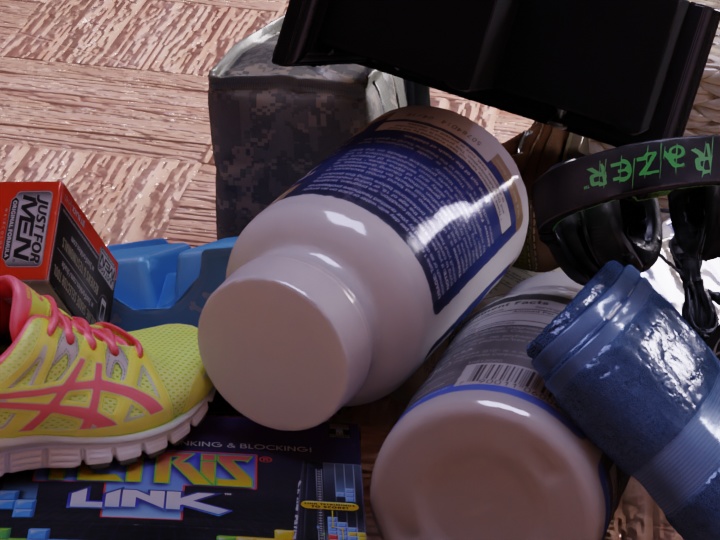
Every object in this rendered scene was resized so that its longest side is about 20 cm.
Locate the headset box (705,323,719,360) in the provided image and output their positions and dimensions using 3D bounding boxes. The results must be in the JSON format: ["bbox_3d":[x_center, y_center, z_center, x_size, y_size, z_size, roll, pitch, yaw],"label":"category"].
[{"bbox_3d":[0.291,0.054,1.206,0.200,0.149,0.077,38,-4,38],"label":"headset box"}]

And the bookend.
[{"bbox_3d":[0.079,-0.124,1.263,0.200,0.092,0.199,18,8,8],"label":"bookend"}]

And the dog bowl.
[{"bbox_3d":[-0.097,0.008,1.358,0.200,0.050,0.111,-6,5,21],"label":"dog bowl"}]

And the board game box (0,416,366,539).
[{"bbox_3d":[-0.097,0.125,1.130,0.199,0.057,0.165,3,23,-4],"label":"board game box"}]

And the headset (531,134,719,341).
[{"bbox_3d":[0.155,-0.018,1.206,0.123,0.094,0.200,-10,-10,11],"label":"headset"}]

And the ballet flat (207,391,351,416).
[{"bbox_3d":[-0.082,0.064,1.295,0.200,0.067,0.046,-4,64,-22],"label":"ballet flat"}]

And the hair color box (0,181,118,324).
[{"bbox_3d":[-0.240,0.001,1.276,0.200,0.102,0.061,1,65,13],"label":"hair color box"}]

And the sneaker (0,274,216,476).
[{"bbox_3d":[-0.148,0.044,1.131,0.200,0.091,0.078,-12,24,-39],"label":"sneaker"}]

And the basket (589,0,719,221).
[{"bbox_3d":[0.236,-0.089,1.579,0.200,0.161,0.198,9,23,16],"label":"basket"}]

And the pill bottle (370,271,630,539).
[{"bbox_3d":[0.084,0.078,1.200,0.114,0.114,0.200,10,22,14],"label":"pill bottle"}]

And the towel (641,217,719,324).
[{"bbox_3d":[0.212,0.030,1.358,0.147,0.024,0.200,55,39,6],"label":"towel"}]

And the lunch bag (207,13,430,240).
[{"bbox_3d":[-0.016,-0.071,1.483,0.117,0.164,0.200,4,23,12],"label":"lunch bag"}]

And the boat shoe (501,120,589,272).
[{"bbox_3d":[0.099,-0.054,1.389,0.068,0.072,0.200,-3,15,6],"label":"boat shoe"}]

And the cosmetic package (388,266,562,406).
[{"bbox_3d":[0.097,0.021,1.396,0.200,0.073,0.103,-12,27,-35],"label":"cosmetic package"}]

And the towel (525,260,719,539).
[{"bbox_3d":[0.167,0.086,1.128,0.200,0.049,0.112,48,27,2],"label":"towel"}]

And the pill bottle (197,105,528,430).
[{"bbox_3d":[0.000,0.000,1.216,0.111,0.111,0.200,13,29,22],"label":"pill bottle"}]
